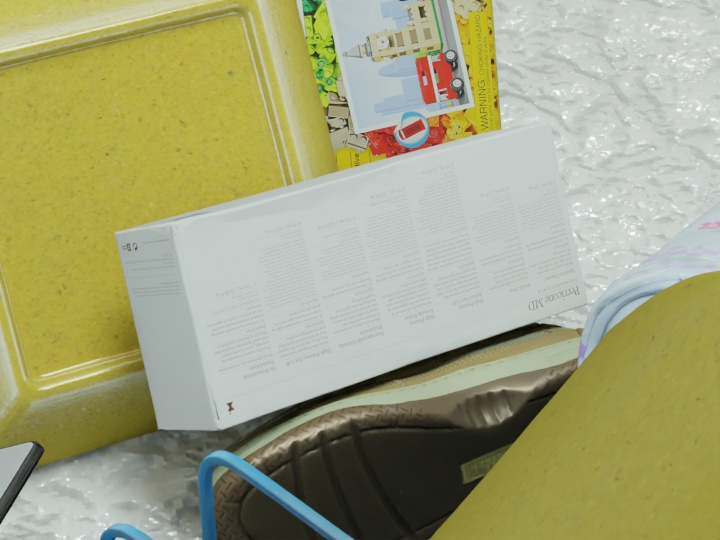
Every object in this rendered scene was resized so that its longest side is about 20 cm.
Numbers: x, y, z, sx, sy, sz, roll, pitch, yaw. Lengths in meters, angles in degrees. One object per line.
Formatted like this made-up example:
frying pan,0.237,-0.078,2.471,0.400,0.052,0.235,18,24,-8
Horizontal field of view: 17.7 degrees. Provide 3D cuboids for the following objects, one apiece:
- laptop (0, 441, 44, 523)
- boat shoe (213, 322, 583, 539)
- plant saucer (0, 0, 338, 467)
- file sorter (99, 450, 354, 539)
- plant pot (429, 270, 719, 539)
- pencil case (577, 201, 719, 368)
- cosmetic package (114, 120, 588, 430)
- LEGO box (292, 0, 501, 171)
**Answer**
laptop,-0.256,0.108,0.852,0.199,0.116,0.188,-15,32,34
boat shoe,0.018,0.067,0.958,0.199,0.072,0.076,-13,29,-26
plant saucer,-0.097,-0.031,0.967,0.199,0.201,0.048,-16,3,-17
file sorter,-0.078,0.177,0.773,0.122,0.139,0.200,30,49,33
plant pot,0.116,0.117,0.673,0.196,0.194,0.200,-50,24,2
pencil case,0.162,0.016,0.955,0.090,0.084,0.200,15,23,22
cosmetic package,0.000,0.000,0.945,0.199,0.083,0.050,-16,5,-37
LEGO box,-0.018,-0.119,1.056,0.148,0.202,0.077,-5,1,-8
